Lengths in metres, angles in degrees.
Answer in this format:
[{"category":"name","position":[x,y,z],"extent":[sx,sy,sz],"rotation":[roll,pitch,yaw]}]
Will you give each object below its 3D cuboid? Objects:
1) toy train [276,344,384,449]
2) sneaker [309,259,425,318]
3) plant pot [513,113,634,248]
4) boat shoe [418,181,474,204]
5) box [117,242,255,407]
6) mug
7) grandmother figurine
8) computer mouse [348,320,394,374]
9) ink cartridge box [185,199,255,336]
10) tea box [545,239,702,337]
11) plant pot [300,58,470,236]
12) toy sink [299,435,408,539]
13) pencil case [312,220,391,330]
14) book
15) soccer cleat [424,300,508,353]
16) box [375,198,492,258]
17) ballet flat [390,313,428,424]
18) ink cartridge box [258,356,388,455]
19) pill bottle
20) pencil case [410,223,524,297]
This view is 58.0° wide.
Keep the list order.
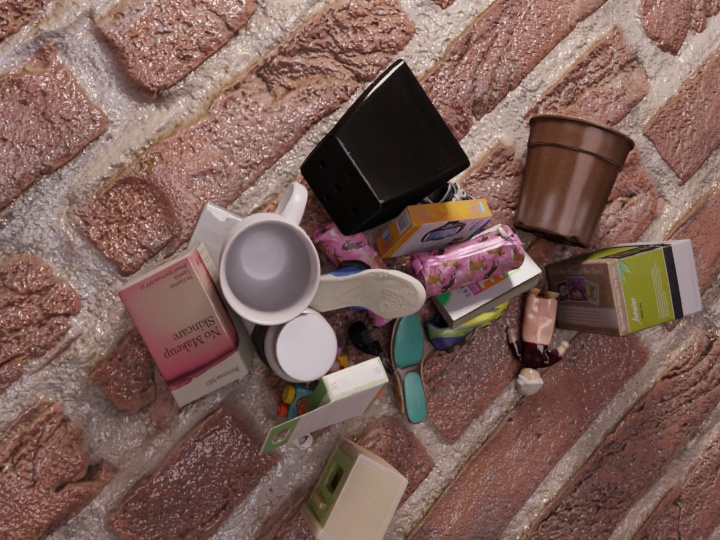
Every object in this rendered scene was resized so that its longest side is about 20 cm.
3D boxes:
[{"category":"toy train","position":[-0.044,0.221,1.116],"extent":[0.198,0.055,0.153],"rotation":[-36,114,-13]},{"category":"sneaker","position":[0.019,0.025,1.032],"extent":[0.194,0.111,0.079],"rotation":[-3,103,23]},{"category":"plant pot","position":[0.384,-0.158,1.211],"extent":[0.194,0.200,0.205],"rotation":[15,92,-17]},{"category":"boat shoe","position":[0.158,-0.133,1.192],"extent":[0.196,0.068,0.075],"rotation":[32,81,-15]},{"category":"box","position":[-0.263,0.081,1.008],"extent":[0.125,0.109,0.205],"rotation":[-25,103,2]},{"category":"mug","position":[-0.132,-0.037,0.985],"extent":[0.144,0.175,0.205],"rotation":[24,94,-15]},{"category":"grandmother figurine","position":[0.341,0.141,1.254],"extent":[0.118,0.060,0.207],"rotation":[11,91,24]},{"category":"computer mouse","position":[0.014,0.131,1.077],"extent":[0.033,0.200,0.060],"rotation":[-28,104,-7]},{"category":"ink cartridge box","position":[-0.226,0.010,1.089],"extent":[0.156,0.047,0.205],"rotation":[24,97,-16]},{"category":"tea box","position":[0.491,0.030,1.230],"extent":[0.191,0.199,0.138],"rotation":[-12,93,-16]},{"category":"plant pot","position":[0.022,-0.174,1.047],"extent":[0.177,0.199,0.202],"rotation":[-39,95,-33]},{"category":"toy sink","position":[-0.026,0.406,1.096],"extent":[0.110,0.130,0.204],"rotation":[30,82,-15]},{"category":"pencil case","position":[0.000,0.000,1.132],"extent":[0.085,0.083,0.203],"rotation":[-33,100,4]},{"category":"book","position":[0.214,0.007,1.196],"extent":[0.196,0.049,0.135],"rotation":[-26,61,-16]},{"category":"soccer cleat","position":[0.204,0.068,1.205],"extent":[0.198,0.064,0.085],"rotation":[-37,109,-13]},{"category":"box","position":[0.135,-0.074,1.126],"extent":[0.195,0.119,0.043],"rotation":[-11,70,-33]},{"category":"ballet flat","position":[0.081,0.170,1.165],"extent":[0.068,0.065,0.208],"rotation":[-3,93,-18]},{"category":"ink cartridge box","position":[-0.065,0.209,0.997],"extent":[0.195,0.147,0.049],"rotation":[-15,65,-24]},{"category":"pill bottle","position":[-0.105,0.115,1.036],"extent":[0.110,0.199,0.118],"rotation":[0,90,-17]},{"category":"pencil case","position":[0.181,-0.016,1.121],"extent":[0.194,0.083,0.089],"rotation":[-17,113,-7]}]
